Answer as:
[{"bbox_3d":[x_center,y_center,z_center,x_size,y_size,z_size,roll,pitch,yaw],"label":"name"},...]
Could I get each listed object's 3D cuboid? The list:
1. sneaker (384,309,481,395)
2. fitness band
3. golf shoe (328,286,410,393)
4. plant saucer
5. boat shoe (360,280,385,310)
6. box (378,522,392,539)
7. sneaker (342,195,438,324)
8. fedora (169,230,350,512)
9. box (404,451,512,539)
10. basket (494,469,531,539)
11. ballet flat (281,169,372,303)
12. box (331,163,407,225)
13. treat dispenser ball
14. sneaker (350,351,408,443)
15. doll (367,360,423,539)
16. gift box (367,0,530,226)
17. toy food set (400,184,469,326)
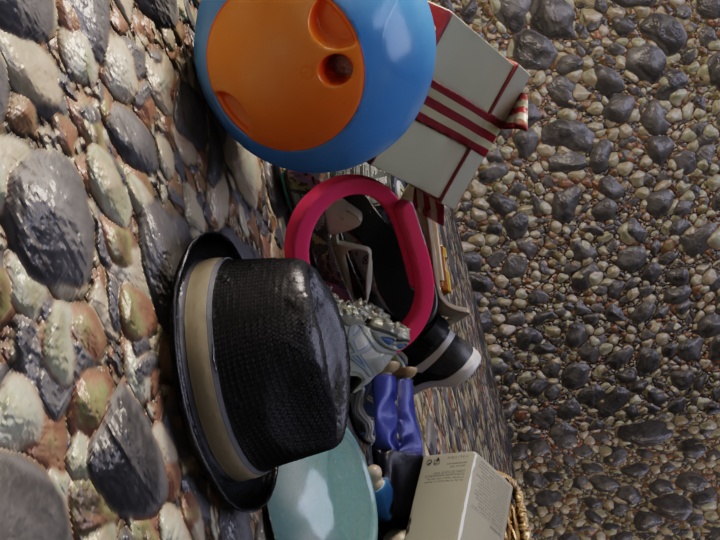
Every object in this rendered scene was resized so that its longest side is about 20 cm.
[{"bbox_3d":[0.053,0.094,1.036,0.112,0.200,0.073,48,55,-10],"label":"sneaker"},{"bbox_3d":[0.000,0.000,0.858,0.037,0.143,0.201,36,-32,61],"label":"fitness band"},{"bbox_3d":[-0.035,0.064,0.777,0.199,0.098,0.078,29,6,-45],"label":"golf shoe"},{"bbox_3d":[-0.023,0.196,0.731,0.201,0.038,0.203,-18,90,-74],"label":"plant saucer"},{"bbox_3d":[0.031,0.069,1.121,0.068,0.071,0.201,-83,165,-62],"label":"boat shoe"},{"bbox_3d":[0.013,0.330,0.837,0.201,0.036,0.144,-93,166,-45],"label":"box"},{"bbox_3d":[0.026,-0.004,1.002,0.202,0.067,0.108,54,-11,21],"label":"sneaker"},{"bbox_3d":[-0.060,0.064,0.599,0.201,0.091,0.202,-12,90,-78],"label":"fedora"},{"bbox_3d":[0.085,0.281,0.798,0.082,0.068,0.201,46,47,-31],"label":"box"},{"bbox_3d":[0.118,0.312,0.920,0.143,0.148,0.201,69,15,-54],"label":"basket"},{"bbox_3d":[-0.025,-0.027,0.920,0.069,0.071,0.201,-60,137,-63],"label":"ballet flat"},{"bbox_3d":[0.022,-0.101,1.186,0.164,0.085,0.201,65,17,-45],"label":"box"},{"bbox_3d":[-0.037,-0.182,0.694,0.201,0.199,0.203,-12,90,-79],"label":"treat dispenser ball"},{"bbox_3d":[0.024,0.139,0.978,0.201,0.076,0.076,67,14,-49],"label":"sneaker"},{"bbox_3d":[0.041,0.200,0.863,0.136,0.048,0.202,25,57,-53],"label":"doll"},{"bbox_3d":[0.055,-0.170,0.867,0.200,0.185,0.186,42,15,34],"label":"gift box"},{"bbox_3d":[0.097,-0.035,1.023,0.144,0.060,0.202,126,-42,-77],"label":"toy food set"}]
